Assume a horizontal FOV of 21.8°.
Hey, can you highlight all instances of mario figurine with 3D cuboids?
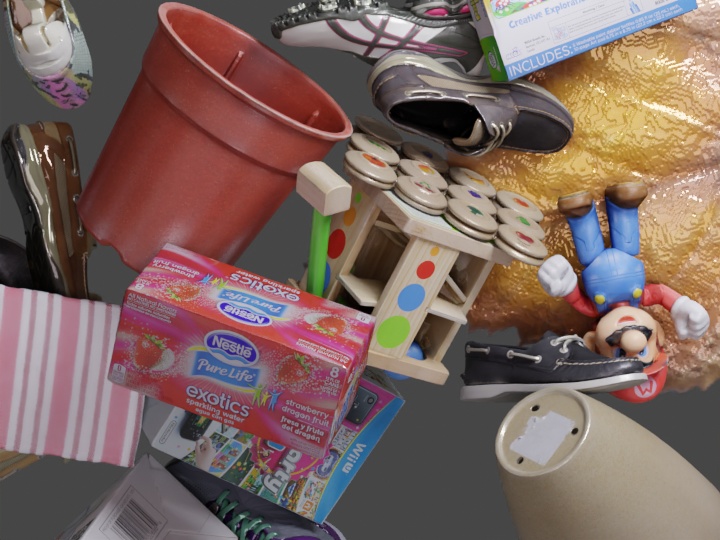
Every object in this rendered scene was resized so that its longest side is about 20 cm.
[{"bbox_3d":[0.240,0.022,1.700,0.123,0.106,0.202,-11,92,37],"label":"mario figurine"}]

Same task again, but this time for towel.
[{"bbox_3d":[-0.289,0.091,1.678,0.198,0.030,0.148,9,95,3],"label":"towel"}]

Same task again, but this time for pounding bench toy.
[{"bbox_3d":[0.000,0.000,1.644,0.199,0.124,0.157,17,109,-36],"label":"pounding bench toy"}]

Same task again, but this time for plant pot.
[{"bbox_3d":[0.205,0.199,1.653,0.187,0.188,0.200,-35,128,6],"label":"plant pot"},{"bbox_3d":[-0.142,-0.099,1.653,0.200,0.201,0.196,33,106,-5],"label":"plant pot"}]

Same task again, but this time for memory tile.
[{"bbox_3d":[0.077,-0.074,1.666,0.199,0.153,0.017,26,109,-5],"label":"memory tile"}]

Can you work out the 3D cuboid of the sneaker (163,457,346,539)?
[{"bbox_3d":[-0.099,0.236,1.753,0.199,0.088,0.075,26,99,-4],"label":"sneaker"}]

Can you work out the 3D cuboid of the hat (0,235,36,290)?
[{"bbox_3d":[-0.387,0.047,1.729,0.199,0.081,0.202,0,100,2],"label":"hat"}]

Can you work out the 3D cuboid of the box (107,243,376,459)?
[{"bbox_3d":[-0.099,0.066,1.564,0.199,0.100,0.096,20,118,7],"label":"box"}]

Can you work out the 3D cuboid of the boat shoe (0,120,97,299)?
[{"bbox_3d":[-0.270,-0.042,1.714,0.073,0.076,0.202,-17,99,-25],"label":"boat shoe"}]

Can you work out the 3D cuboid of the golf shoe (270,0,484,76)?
[{"bbox_3d":[0.018,-0.208,1.685,0.198,0.077,0.089,-4,107,2],"label":"golf shoe"}]

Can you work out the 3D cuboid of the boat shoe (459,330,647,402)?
[{"bbox_3d":[0.172,0.085,1.693,0.074,0.199,0.061,7,79,-42],"label":"boat shoe"}]

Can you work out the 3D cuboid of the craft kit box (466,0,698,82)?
[{"bbox_3d":[0.179,-0.293,1.653,0.199,0.048,0.199,-21,102,-15],"label":"craft kit box"}]

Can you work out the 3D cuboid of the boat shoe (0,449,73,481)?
[{"bbox_3d":[-0.285,0.145,1.759,0.199,0.072,0.076,-22,121,7],"label":"boat shoe"}]

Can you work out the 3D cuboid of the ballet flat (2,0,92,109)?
[{"bbox_3d":[-0.294,-0.240,1.684,0.069,0.071,0.202,-14,99,2],"label":"ballet flat"}]

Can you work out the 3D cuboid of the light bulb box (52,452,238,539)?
[{"bbox_3d":[-0.242,0.306,1.685,0.125,0.198,0.200,44,119,-6],"label":"light bulb box"}]

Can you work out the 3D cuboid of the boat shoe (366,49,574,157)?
[{"bbox_3d":[0.099,-0.133,1.674,0.199,0.074,0.075,12,134,-16],"label":"boat shoe"}]

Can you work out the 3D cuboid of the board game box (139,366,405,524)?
[{"bbox_3d":[-0.081,0.125,1.709,0.199,0.064,0.148,29,100,-30],"label":"board game box"}]
